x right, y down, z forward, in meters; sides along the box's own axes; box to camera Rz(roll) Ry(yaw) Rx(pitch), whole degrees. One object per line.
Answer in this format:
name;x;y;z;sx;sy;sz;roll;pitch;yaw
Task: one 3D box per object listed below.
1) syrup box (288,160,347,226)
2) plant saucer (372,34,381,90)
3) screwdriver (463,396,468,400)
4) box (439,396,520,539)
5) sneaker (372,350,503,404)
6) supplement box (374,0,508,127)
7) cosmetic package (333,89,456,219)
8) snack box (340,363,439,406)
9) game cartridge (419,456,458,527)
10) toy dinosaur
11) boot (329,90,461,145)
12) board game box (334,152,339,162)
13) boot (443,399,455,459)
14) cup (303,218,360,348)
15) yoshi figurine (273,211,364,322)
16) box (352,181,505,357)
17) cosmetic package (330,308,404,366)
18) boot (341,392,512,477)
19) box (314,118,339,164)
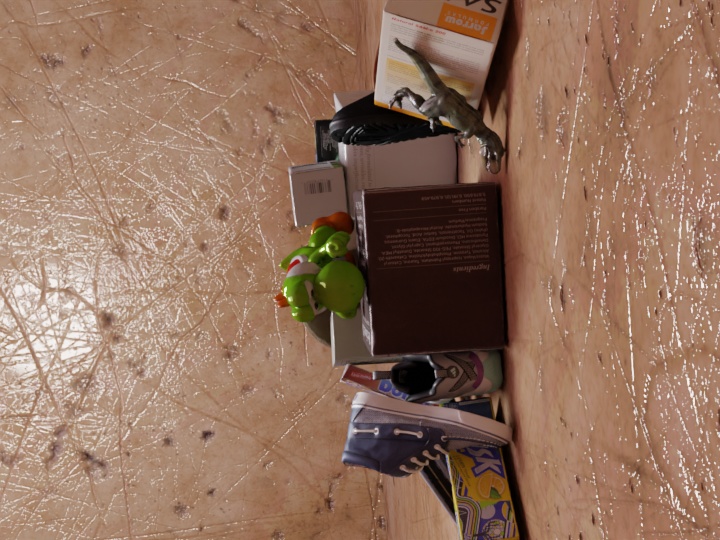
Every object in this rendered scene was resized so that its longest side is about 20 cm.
syrup box;-0.066;-0.119;1.629;0.200;0.078;0.082;-114;17;-80
plant saucer;0.080;-0.326;1.518;0.200;0.032;0.201;-44;36;44
screwdriver;0.146;0.171;1.533;0.029;0.028;0.200;58;-177;-6
box;0.144;0.254;1.311;0.064;0.070;0.200;79;-176;-46
sneaker;0.071;0.131;1.360;0.200;0.139;0.078;-28;68;59
supplement box;0.088;-0.250;1.224;0.200;0.126;0.074;99;-171;-69
cosmetic package;0.050;-0.184;1.643;0.200;0.164;0.166;-106;12;-73
snack box;0.069;0.179;1.516;0.072;0.199;0.024;107;-175;-80
game cartridge;0.109;0.280;1.464;0.200;0.040;0.133;56;-176;-7
toy dinosaur;0.086;-0.187;1.213;0.088;0.200;0.048;-2;50;58
boot;0.047;-0.252;1.370;0.076;0.199;0.169;115;146;-74
board game box;0.018;-0.152;1.773;0.201;0.134;0.029;-61;9;6
boot;0.125;0.208;1.656;0.204;0.073;0.154;67;-162;-8
cup;0.000;0.000;1.600;0.143;0.199;0.201;-105;11;-51
yoshi figurine;-0.031;0.003;1.317;0.112;0.112;0.200;-47;10;24
box;0.081;-0.007;1.339;0.166;0.163;0.201;-143;50;-85
cosmetic package;0.059;0.090;1.506;0.104;0.199;0.073;113;155;-79
boot;0.078;0.210;1.291;0.073;0.199;0.091;47;-126;-65
box;0.025;-0.157;1.812;0.050;0.198;0.201;-125;31;-80
